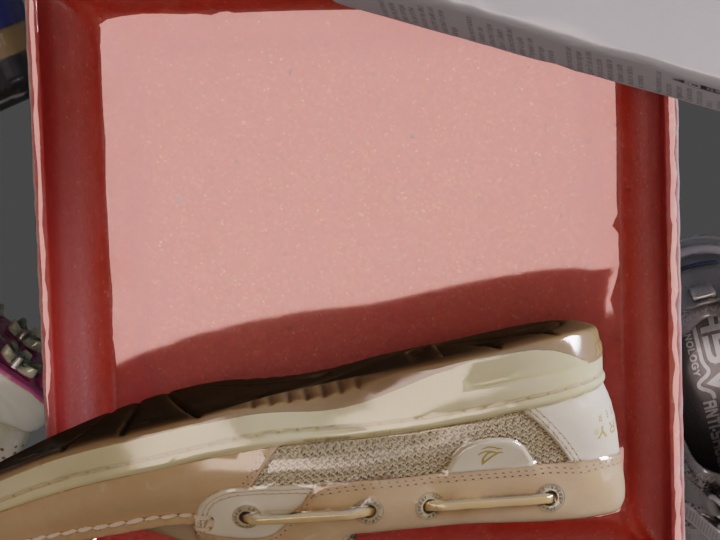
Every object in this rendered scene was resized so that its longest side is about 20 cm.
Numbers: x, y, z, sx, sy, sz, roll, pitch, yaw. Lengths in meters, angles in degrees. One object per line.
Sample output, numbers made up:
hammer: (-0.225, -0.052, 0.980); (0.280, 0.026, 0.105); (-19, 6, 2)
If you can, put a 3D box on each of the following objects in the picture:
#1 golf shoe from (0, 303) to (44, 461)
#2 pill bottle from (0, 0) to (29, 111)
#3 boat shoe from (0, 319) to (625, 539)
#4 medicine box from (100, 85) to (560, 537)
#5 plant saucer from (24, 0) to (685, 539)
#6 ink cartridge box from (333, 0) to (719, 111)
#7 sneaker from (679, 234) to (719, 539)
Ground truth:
golf shoe: (-0.212, 0.020, 1.076); (0.200, 0.075, 0.092); (35, 104, 1)
pill bottle: (-0.201, -0.136, 1.030); (0.112, 0.112, 0.201); (-23, 96, 9)
boat shoe: (-0.022, 0.065, 0.840); (0.199, 0.071, 0.065); (-12, 96, 6)
medicine box: (0.006, 0.035, 0.998); (0.103, 0.182, 0.201); (-22, 95, 9)
plant saucer: (0.000, 0.000, 0.883); (0.199, 0.037, 0.201); (-1, 98, 6)
ink cartridge box: (0.071, -0.160, 0.837); (0.199, 0.043, 0.197); (16, 81, 8)
sneaker: (0.142, 0.090, 1.043); (0.075, 0.082, 0.201); (-21, 96, 8)
